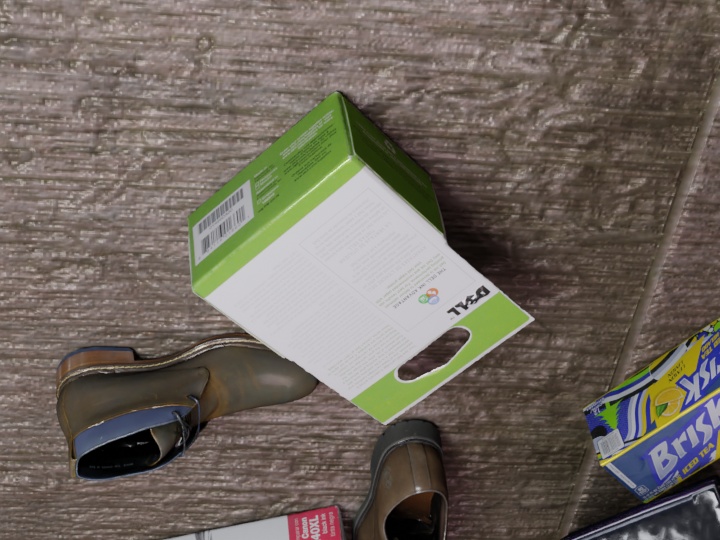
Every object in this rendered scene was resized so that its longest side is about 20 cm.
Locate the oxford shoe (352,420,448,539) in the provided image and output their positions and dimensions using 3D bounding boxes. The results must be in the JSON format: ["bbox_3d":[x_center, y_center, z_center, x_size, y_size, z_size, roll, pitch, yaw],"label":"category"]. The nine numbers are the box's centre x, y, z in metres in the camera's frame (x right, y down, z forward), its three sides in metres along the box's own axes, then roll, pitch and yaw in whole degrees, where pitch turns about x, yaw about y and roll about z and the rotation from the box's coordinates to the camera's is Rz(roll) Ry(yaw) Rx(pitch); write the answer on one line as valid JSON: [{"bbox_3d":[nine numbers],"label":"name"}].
[{"bbox_3d":[0.034,0.222,1.190,0.072,0.085,0.202,-5,132,-7],"label":"oxford shoe"}]

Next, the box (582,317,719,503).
[{"bbox_3d":[0.274,0.093,1.133,0.199,0.065,0.070,-37,126,21],"label":"box"}]

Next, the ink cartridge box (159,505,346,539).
[{"bbox_3d":[-0.100,0.288,1.223,0.197,0.084,0.147,-10,131,0],"label":"ink cartridge box"}]

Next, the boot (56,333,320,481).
[{"bbox_3d":[-0.121,0.105,1.059,0.197,0.098,0.075,-5,131,-5],"label":"boot"}]

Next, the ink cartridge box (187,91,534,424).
[{"bbox_3d":[0.000,0.000,1.006,0.147,0.076,0.200,-37,127,20],"label":"ink cartridge box"}]

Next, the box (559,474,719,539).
[{"bbox_3d":[0.236,0.239,1.159,0.146,0.106,0.200,-24,169,10],"label":"box"}]
